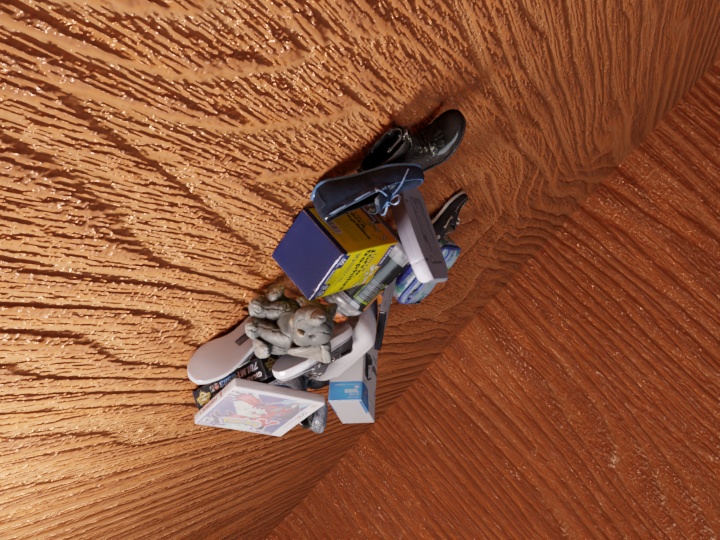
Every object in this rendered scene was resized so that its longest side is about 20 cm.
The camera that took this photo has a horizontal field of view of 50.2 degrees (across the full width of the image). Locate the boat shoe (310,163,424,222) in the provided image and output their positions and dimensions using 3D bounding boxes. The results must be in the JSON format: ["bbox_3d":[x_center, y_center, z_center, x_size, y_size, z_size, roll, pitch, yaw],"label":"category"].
[{"bbox_3d":[0.016,-0.120,1.262,0.195,0.070,0.084,-17,162,-12],"label":"boat shoe"}]

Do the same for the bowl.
[{"bbox_3d":[-0.033,0.137,1.654,0.199,0.074,0.202,-43,-161,26],"label":"bowl"}]

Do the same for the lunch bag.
[{"bbox_3d":[0.159,-0.004,1.963,0.201,0.083,0.160,-50,160,14],"label":"lunch bag"}]

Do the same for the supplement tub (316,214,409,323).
[{"bbox_3d":[0.000,0.000,1.512,0.200,0.123,0.122,-45,163,9],"label":"supplement tub"}]

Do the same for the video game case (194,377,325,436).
[{"bbox_3d":[-0.196,0.269,1.491,0.196,0.023,0.182,17,141,-31],"label":"video game case"}]

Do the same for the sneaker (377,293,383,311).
[{"bbox_3d":[0.012,0.094,1.846,0.112,0.078,0.201,-41,163,-14],"label":"sneaker"}]

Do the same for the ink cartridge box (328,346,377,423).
[{"bbox_3d":[-0.014,0.235,1.798,0.081,0.204,0.146,-4,149,13],"label":"ink cartridge box"}]

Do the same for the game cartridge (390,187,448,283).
[{"bbox_3d":[0.111,-0.073,1.497,0.040,0.205,0.133,-21,171,19],"label":"game cartridge"}]

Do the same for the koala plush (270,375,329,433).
[{"bbox_3d":[-0.127,0.248,1.804,0.203,0.181,0.178,-62,174,-12],"label":"koala plush"}]

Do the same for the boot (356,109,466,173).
[{"bbox_3d":[0.092,-0.214,1.314,0.200,0.070,0.174,-44,164,9],"label":"boot"}]

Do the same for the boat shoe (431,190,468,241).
[{"bbox_3d":[0.198,-0.109,1.814,0.200,0.060,0.074,-44,166,-27],"label":"boat shoe"}]

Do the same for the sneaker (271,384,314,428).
[{"bbox_3d":[-0.165,0.290,1.616,0.070,0.085,0.198,-20,150,35],"label":"sneaker"}]

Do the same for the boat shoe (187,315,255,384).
[{"bbox_3d":[-0.237,0.151,1.415,0.199,0.071,0.068,-41,164,-37],"label":"boat shoe"}]

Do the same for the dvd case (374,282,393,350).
[{"bbox_3d":[0.061,0.053,1.686,0.144,0.017,0.203,95,7,-52],"label":"dvd case"}]

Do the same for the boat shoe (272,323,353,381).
[{"bbox_3d":[-0.085,0.171,1.473,0.199,0.069,0.068,-32,116,-44],"label":"boat shoe"}]

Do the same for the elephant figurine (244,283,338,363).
[{"bbox_3d":[-0.096,0.102,1.351,0.155,0.196,0.145,-36,120,-50],"label":"elephant figurine"}]

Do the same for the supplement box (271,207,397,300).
[{"bbox_3d":[-0.041,-0.038,1.349,0.109,0.110,0.199,-52,162,26],"label":"supplement box"}]

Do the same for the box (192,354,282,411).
[{"bbox_3d":[-0.204,0.207,1.541,0.196,0.051,0.199,-29,171,29],"label":"box"}]
